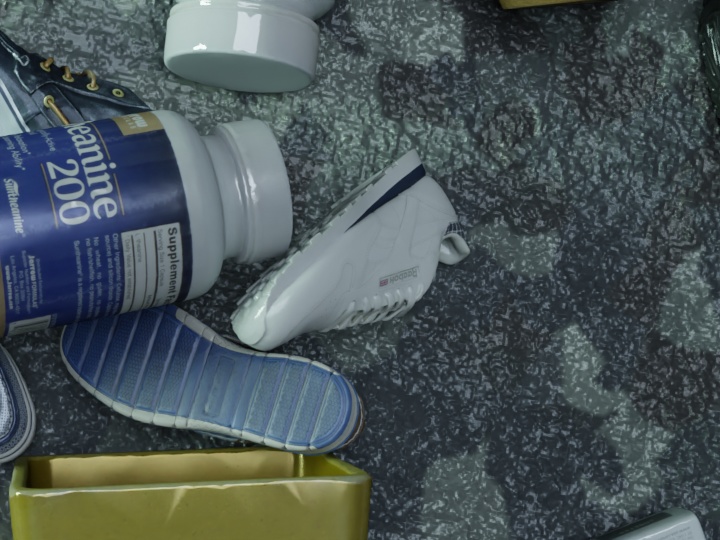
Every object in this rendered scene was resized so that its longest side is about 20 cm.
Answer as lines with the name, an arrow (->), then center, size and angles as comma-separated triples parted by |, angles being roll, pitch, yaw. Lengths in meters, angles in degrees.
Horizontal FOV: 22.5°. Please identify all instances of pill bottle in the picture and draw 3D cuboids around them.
pill bottle -> -0.144, -0.031, 1.041 | 0.198, 0.111, 0.112 | -12, 85, -20
pill bottle -> -0.064, -0.221, 1.134 | 0.113, 0.114, 0.203 | 8, 82, -9

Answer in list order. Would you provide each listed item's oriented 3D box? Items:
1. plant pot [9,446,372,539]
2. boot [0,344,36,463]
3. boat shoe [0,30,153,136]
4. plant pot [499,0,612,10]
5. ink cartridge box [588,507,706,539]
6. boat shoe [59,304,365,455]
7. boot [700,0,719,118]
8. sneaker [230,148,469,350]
plant pot -> -0.101, 0.211, 1.039 | 0.192, 0.195, 0.203 | -1, 91, -10
boot -> -0.267, 0.032, 1.076 | 0.073, 0.090, 0.200 | -41, 91, -12
boat shoe -> -0.190, -0.105, 1.123 | 0.090, 0.071, 0.201 | -33, 96, -13
plant pot -> 0.128, -0.271, 1.154 | 0.184, 0.186, 0.203 | -6, 96, -11
ink cartridge box -> 0.167, 0.273, 1.148 | 0.161, 0.057, 0.202 | -19, 94, -12
boat shoe -> -0.090, 0.073, 1.107 | 0.198, 0.072, 0.073 | 20, 80, 20
boot -> 0.339, -0.132, 1.217 | 0.198, 0.066, 0.167 | -12, 93, -8
sneaker -> 0.000, 0.000, 1.103 | 0.081, 0.076, 0.200 | 55, 46, -6
